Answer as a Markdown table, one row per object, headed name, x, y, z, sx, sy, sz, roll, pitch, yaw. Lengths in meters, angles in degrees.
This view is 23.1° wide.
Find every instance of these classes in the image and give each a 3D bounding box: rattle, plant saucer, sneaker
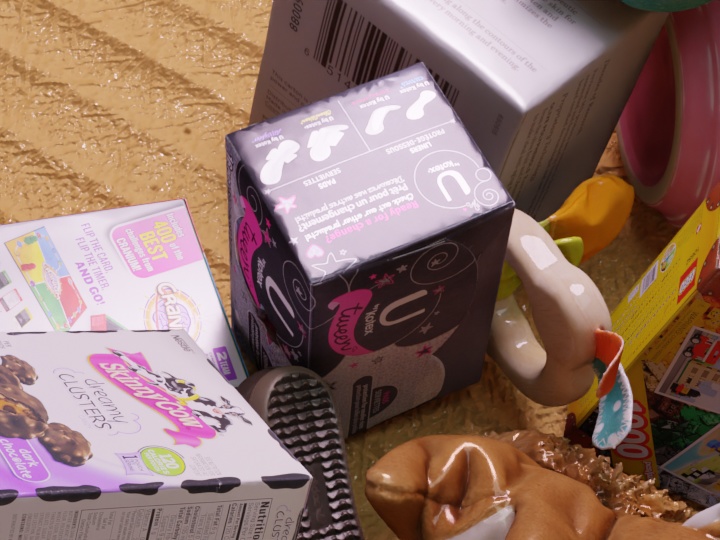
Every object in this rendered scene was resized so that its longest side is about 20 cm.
| name | x | y | z | sx | sy | sz | roll | pitch | yaw |
| --- | --- | --- | --- | --- | --- | --- | --- | --- | --- |
| rattle | 0.150 | 0.020 | 1.038 | 0.142 | 0.131 | 0.200 | -6 | 11 | -23 |
| plant saucer | 0.215 | -0.120 | 1.189 | 0.051 | 0.201 | 0.201 | -3 | 53 | -8 |
| sneaker | -0.038 | 0.154 | 0.983 | 0.070 | 0.075 | 0.201 | 0 | 84 | -26 |

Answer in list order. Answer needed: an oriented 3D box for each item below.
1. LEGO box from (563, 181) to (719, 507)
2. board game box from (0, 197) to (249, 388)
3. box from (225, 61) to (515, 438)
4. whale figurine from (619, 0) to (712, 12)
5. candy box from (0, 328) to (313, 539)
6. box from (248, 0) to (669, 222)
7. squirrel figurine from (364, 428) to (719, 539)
| name | x | y | z | sx | sy | sz | roll | pitch | yaw |
| --- | --- | --- | --- | --- | --- | --- | --- | --- | --- |
| LEGO box | 0.231 | 0.054 | 1.041 | 0.149 | 0.200 | 0.077 | 22 | 50 | -7 |
| board game box | -0.182 | 0.038 | 1.067 | 0.199 | 0.040 | 0.153 | -9 | 55 | -20 |
| box | 0.000 | 0.000 | 1.030 | 0.132 | 0.200 | 0.115 | -22 | 60 | -17 |
| whale figurine | 0.158 | -0.224 | 1.082 | 0.200 | 0.104 | 0.159 | 26 | 45 | 37 |
| candy box | -0.152 | 0.098 | 0.907 | 0.200 | 0.072 | 0.168 | 1 | 25 | -33 |
| box | 0.060 | -0.137 | 1.162 | 0.199 | 0.200 | 0.171 | 39 | 55 | 17 |
| squirrel figurine | 0.127 | 0.152 | 0.970 | 0.186 | 0.142 | 0.200 | 1 | 15 | 26 |
